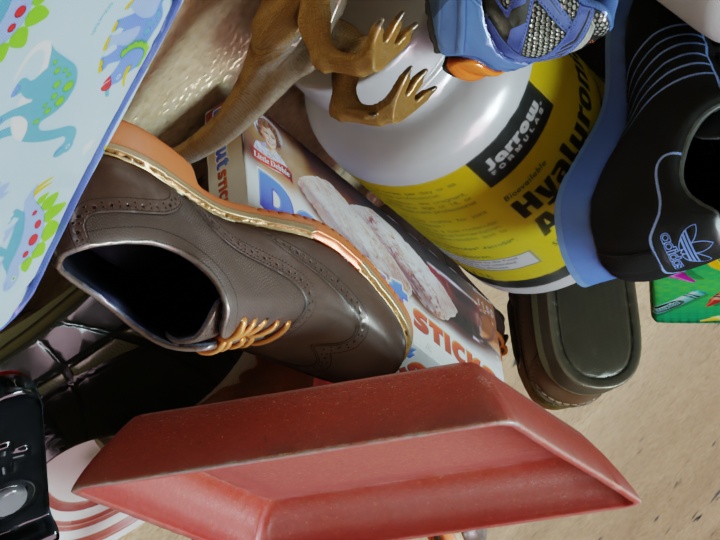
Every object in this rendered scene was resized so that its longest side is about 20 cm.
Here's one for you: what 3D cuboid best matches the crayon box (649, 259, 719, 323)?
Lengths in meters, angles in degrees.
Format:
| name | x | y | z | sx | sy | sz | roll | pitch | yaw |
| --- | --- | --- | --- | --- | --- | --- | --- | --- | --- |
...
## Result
| name | x | y | z | sx | sy | sz | roll | pitch | yaw |
| --- | --- | --- | --- | --- | --- | --- | --- | --- | --- |
| crayon box | 0.173 | -0.086 | 1.371 | 0.119 | 0.058 | 0.200 | 71 | 21 | -69 |

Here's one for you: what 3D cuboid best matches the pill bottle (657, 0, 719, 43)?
| name | x | y | z | sx | sy | sz | roll | pitch | yaw |
| --- | --- | --- | --- | --- | --- | --- | --- | --- | --- |
| pill bottle | 0.156 | -0.172 | 1.216 | 0.113 | 0.200 | 0.113 | -42 | 157 | -22 |

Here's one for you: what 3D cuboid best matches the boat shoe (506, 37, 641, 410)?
| name | x | y | z | sx | sy | sz | roll | pitch | yaw |
| --- | --- | --- | --- | --- | --- | --- | --- | --- | --- |
| boat shoe | 0.098 | -0.029 | 1.385 | 0.068 | 0.072 | 0.200 | 144 | -47 | -63 |

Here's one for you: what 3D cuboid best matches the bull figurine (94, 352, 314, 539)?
| name | x | y | z | sx | sy | sz | roll | pitch | yaw |
| --- | --- | --- | --- | --- | --- | --- | --- | --- | --- |
| bull figurine | -0.064 | 0.065 | 1.307 | 0.121 | 0.065 | 0.200 | -39 | 154 | -15 |

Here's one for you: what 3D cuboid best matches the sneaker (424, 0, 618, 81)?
| name | x | y | z | sx | sy | sz | roll | pitch | yaw |
| --- | --- | --- | --- | --- | --- | --- | --- | --- | --- |
| sneaker | 0.063 | -0.176 | 1.105 | 0.075 | 0.078 | 0.200 | -52 | 136 | -59 |

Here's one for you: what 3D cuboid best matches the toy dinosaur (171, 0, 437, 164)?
| name | x | y | z | sx | sy | sz | roll | pitch | yaw |
| --- | --- | --- | --- | --- | --- | --- | --- | --- | --- |
| toy dinosaur | -0.027 | -0.094 | 1.136 | 0.060 | 0.106 | 0.200 | 16 | 106 | -58 |

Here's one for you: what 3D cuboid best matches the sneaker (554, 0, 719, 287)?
| name | x | y | z | sx | sy | sz | roll | pitch | yaw |
| --- | --- | --- | --- | --- | --- | --- | --- | --- | --- |
| sneaker | 0.149 | -0.071 | 1.237 | 0.070 | 0.078 | 0.200 | 57 | 38 | -38 |

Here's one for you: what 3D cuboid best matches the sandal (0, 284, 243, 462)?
| name | x | y | z | sx | sy | sz | roll | pitch | yaw |
| --- | --- | --- | --- | --- | --- | --- | --- | --- | --- |
| sandal | -0.140 | 0.045 | 1.198 | 0.201 | 0.057 | 0.080 | -29 | 122 | -12 |

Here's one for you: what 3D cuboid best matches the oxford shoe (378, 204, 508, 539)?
| name | x | y | z | sx | sy | sz | roll | pitch | yaw |
| --- | --- | --- | --- | --- | --- | --- | --- | --- | --- |
| oxford shoe | 0.041 | 0.049 | 1.357 | 0.073 | 0.200 | 0.071 | -13 | 155 | -2 |

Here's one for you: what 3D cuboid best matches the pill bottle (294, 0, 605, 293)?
| name | x | y | z | sx | sy | sz | roll | pitch | yaw |
| --- | --- | --- | --- | --- | --- | --- | --- | --- | --- |
| pill bottle | 0.043 | -0.075 | 1.244 | 0.111 | 0.111 | 0.200 | -50 | 141 | 2 |

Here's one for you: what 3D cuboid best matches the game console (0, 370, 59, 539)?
| name | x | y | z | sx | sy | sz | roll | pitch | yaw |
| --- | --- | --- | --- | --- | --- | --- | --- | --- | --- |
| game console | -0.199 | 0.158 | 1.107 | 0.200 | 0.119 | 0.172 | -22 | 150 | -18 |

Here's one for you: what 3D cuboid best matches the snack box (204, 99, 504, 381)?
| name | x | y | z | sx | sy | sz | roll | pitch | yaw |
| --- | --- | --- | --- | --- | --- | --- | --- | --- | --- |
| snack box | 0.000 | 0.000 | 1.254 | 0.024 | 0.072 | 0.200 | -28 | 135 | 25 |

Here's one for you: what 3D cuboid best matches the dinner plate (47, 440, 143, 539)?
| name | x | y | z | sx | sy | sz | roll | pitch | yaw |
| --- | --- | --- | --- | --- | --- | --- | --- | --- | --- |
| dinner plate | -0.099 | 0.059 | 1.346 | 0.200 | 0.024 | 0.200 | -42 | 158 | -22 |

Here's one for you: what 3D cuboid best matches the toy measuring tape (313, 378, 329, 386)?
| name | x | y | z | sx | sy | sz | roll | pitch | yaw |
| --- | --- | --- | --- | --- | --- | --- | --- | --- | --- |
| toy measuring tape | -0.004 | 0.032 | 1.469 | 0.074 | 0.074 | 0.200 | -12 | 115 | -58 |

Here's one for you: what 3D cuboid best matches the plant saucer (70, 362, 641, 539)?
| name | x | y | z | sx | sy | sz | roll | pitch | yaw |
| --- | --- | --- | --- | --- | --- | --- | --- | --- | --- |
| plant saucer | 0.002 | 0.085 | 1.215 | 0.200 | 0.037 | 0.200 | -11 | 162 | 19 |

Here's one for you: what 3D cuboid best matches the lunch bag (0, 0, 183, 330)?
| name | x | y | z | sx | sy | sz | roll | pitch | yaw |
| --- | --- | --- | --- | --- | --- | --- | --- | --- | --- |
| lunch bag | -0.151 | -0.056 | 0.961 | 0.161 | 0.082 | 0.200 | -13 | 139 | -56 |

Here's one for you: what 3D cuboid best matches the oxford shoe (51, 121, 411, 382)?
| name | x | y | z | sx | sy | sz | roll | pitch | yaw |
| --- | --- | --- | --- | --- | --- | --- | --- | --- | --- |
| oxford shoe | -0.057 | 0.013 | 1.137 | 0.200 | 0.073 | 0.071 | 27 | 126 | -33 |
